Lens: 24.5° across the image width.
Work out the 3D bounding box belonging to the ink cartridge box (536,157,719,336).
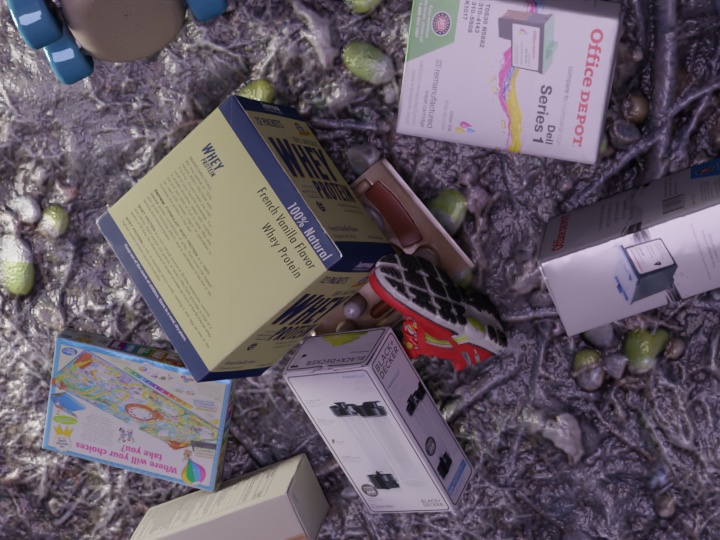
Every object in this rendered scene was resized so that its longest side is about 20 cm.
[{"bbox_3d":[0.279,-0.026,1.592,0.198,0.147,0.087,-21,104,16],"label":"ink cartridge box"}]

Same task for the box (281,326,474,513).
[{"bbox_3d":[0.020,0.155,1.693,0.116,0.060,0.201,-9,124,39],"label":"box"}]

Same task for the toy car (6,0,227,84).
[{"bbox_3d":[-0.256,-0.321,1.622,0.183,0.177,0.202,-24,72,3],"label":"toy car"}]

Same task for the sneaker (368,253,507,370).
[{"bbox_3d":[0.067,0.053,1.652,0.085,0.078,0.199,-35,137,23],"label":"sneaker"}]

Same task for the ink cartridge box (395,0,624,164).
[{"bbox_3d":[0.144,-0.194,1.599,0.198,0.084,0.146,10,108,7],"label":"ink cartridge box"}]

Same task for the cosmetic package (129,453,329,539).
[{"bbox_3d":[-0.142,0.277,1.787,0.198,0.105,0.072,-21,104,17],"label":"cosmetic package"}]

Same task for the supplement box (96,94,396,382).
[{"bbox_3d":[-0.112,-0.030,1.639,0.199,0.134,0.201,-40,74,19],"label":"supplement box"}]

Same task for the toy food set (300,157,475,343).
[{"bbox_3d":[0.000,0.000,1.698,0.200,0.060,0.144,-40,97,18],"label":"toy food set"}]

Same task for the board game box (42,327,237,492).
[{"bbox_3d":[-0.240,0.151,1.802,0.198,0.034,0.136,14,109,6],"label":"board game box"}]
